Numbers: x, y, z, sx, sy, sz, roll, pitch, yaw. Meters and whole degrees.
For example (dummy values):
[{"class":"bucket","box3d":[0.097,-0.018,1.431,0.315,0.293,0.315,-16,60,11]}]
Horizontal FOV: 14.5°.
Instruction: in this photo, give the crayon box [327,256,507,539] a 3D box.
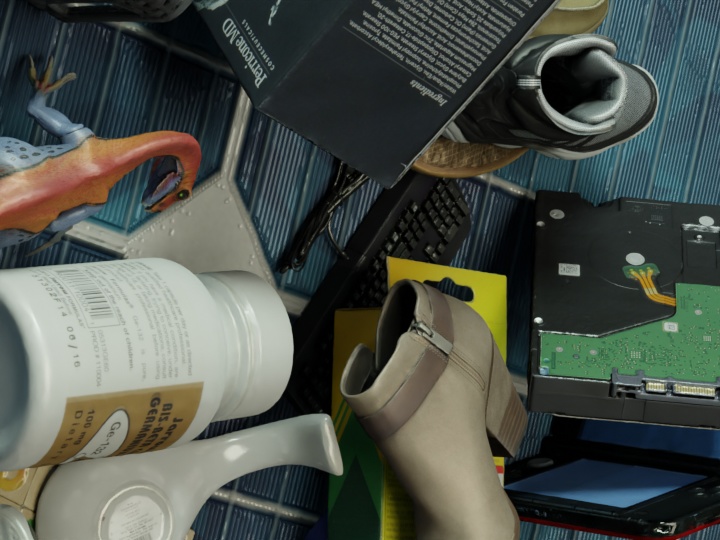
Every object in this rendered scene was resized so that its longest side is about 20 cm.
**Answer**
[{"class":"crayon box","box3d":[0.039,0.097,1.838,0.127,0.051,0.201,10,80,-48]}]

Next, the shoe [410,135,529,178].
[{"class":"shoe","box3d":[0.087,-0.106,1.896,0.200,0.053,0.070,-19,101,-39]}]

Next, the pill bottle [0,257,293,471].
[{"class":"pill bottle","box3d":[-0.141,0.051,1.650,0.199,0.114,0.115,-5,97,-43]}]

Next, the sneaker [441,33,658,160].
[{"class":"sneaker","box3d":[0.145,-0.112,1.835,0.199,0.114,0.076,-1,90,-40]}]

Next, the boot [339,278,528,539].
[{"class":"boot","box3d":[0.039,0.111,1.747,0.146,0.070,0.201,44,48,-38]}]

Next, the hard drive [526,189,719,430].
[{"class":"hard drive","box3d":[0.181,0.024,1.881,0.200,0.139,0.038,-85,179,-52]}]

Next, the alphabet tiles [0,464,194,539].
[{"class":"alphabet tiles","box3d":[-0.180,0.190,1.698,0.166,0.006,0.201,32,71,-39]}]

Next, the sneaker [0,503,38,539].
[{"class":"sneaker","box3d":[-0.193,0.225,1.652,0.082,0.077,0.201,-40,123,-65]}]

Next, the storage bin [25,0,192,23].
[{"class":"storage bin","box3d":[-0.143,-0.251,1.609,0.094,0.135,0.201,28,74,-41]}]

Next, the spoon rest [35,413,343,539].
[{"class":"spoon rest","box3d":[-0.110,0.136,1.727,0.199,0.061,0.100,-19,105,-27]}]

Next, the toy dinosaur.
[{"class":"toy dinosaur","box3d":[-0.171,-0.038,1.600,0.181,0.200,0.105,-10,119,-11]}]

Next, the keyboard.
[{"class":"keyboard","box3d":[0.000,0.000,1.844,0.127,0.021,0.200,51,60,-34]}]

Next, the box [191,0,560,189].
[{"class":"box","box3d":[0.008,-0.194,1.663,0.124,0.200,0.197,28,110,-39]}]

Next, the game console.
[{"class":"game console","box3d":[0.178,0.097,1.894,0.172,0.200,0.119,-14,103,-42]}]

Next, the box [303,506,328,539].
[{"class":"box","box3d":[-0.030,0.257,1.826,0.200,0.032,0.121,-53,125,-29]}]

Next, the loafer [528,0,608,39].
[{"class":"loafer","box3d":[0.098,-0.193,1.872,0.199,0.076,0.068,-7,142,-42]}]
